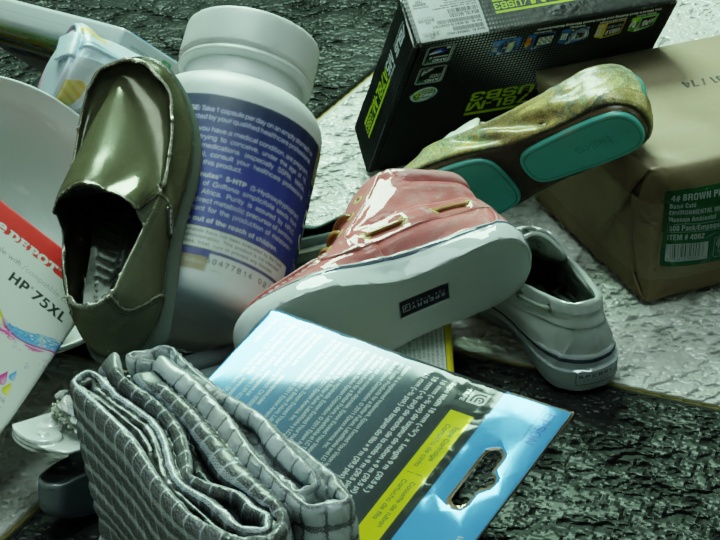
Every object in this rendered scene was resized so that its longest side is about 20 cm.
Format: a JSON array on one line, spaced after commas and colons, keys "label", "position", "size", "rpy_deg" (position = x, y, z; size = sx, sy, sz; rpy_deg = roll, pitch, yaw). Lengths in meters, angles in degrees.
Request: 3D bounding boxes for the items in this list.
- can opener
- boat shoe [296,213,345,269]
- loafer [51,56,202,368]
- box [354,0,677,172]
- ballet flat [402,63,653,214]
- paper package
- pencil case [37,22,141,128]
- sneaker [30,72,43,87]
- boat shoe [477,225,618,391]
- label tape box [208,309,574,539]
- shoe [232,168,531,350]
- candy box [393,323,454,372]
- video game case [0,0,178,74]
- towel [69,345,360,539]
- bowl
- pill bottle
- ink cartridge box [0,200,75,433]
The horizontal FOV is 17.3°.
[{"label": "can opener", "position": [-0.124, 0.088, 1.402], "size": [0.052, 0.067, 0.199], "rpy_deg": [17, 26, 38]}, {"label": "boat shoe", "position": [-0.076, -0.020, 1.588], "size": [0.198, 0.062, 0.073], "rpy_deg": [7, 29, 18]}, {"label": "loafer", "position": [-0.140, -0.045, 1.405], "size": [0.075, 0.070, 0.201], "rpy_deg": [-10, 63, 16]}, {"label": "box", "position": [0.107, -0.146, 1.695], "size": [0.198, 0.193, 0.048], "rpy_deg": [-11, 66, -16]}, {"label": "ballet flat", "position": [0.099, -0.080, 1.553], "size": [0.199, 0.071, 0.071], "rpy_deg": [-23, 21, 22]}, {"label": "paper package", "position": [0.243, -0.079, 1.631], "size": [0.199, 0.104, 0.191], "rpy_deg": [-12, 29, -18]}, {"label": "pencil case", "position": [-0.128, -0.094, 1.620], "size": [0.199, 0.091, 0.084], "rpy_deg": [25, 65, -15]}, {"label": "sneaker", "position": [-0.234, -0.088, 1.715], "size": [0.130, 0.080, 0.200], "rpy_deg": [-15, 29, -25]}, {"label": "boat shoe", "position": [0.112, 0.003, 1.524], "size": [0.073, 0.067, 0.200], "rpy_deg": [-14, 30, -22]}, {"label": "label tape box", "position": [-0.001, 0.111, 1.306], "size": [0.199, 0.064, 0.144], "rpy_deg": [19, 44, 26]}, {"label": "shoe", "position": [0.000, 0.000, 1.459], "size": [0.199, 0.072, 0.091], "rpy_deg": [-19, 42, -20]}, {"label": "candy box", "position": [0.008, 0.065, 1.458], "size": [0.101, 0.027, 0.200], "rpy_deg": [-1, 28, 1]}, {"label": "video game case", "position": [-0.205, -0.162, 1.794], "size": [0.199, 0.022, 0.182], "rpy_deg": [17, -7, 33]}, {"label": "towel", "position": [-0.074, 0.145, 1.170], "size": [0.085, 0.167, 0.200], "rpy_deg": [-24, 34, -24]}, {"label": "bowl", "position": [-0.249, -0.019, 1.531], "size": [0.200, 0.090, 0.202], "rpy_deg": [15, 57, -24]}, {"label": "pill bottle", "position": [-0.088, -0.059, 1.503], "size": [0.119, 0.120, 0.201], "rpy_deg": [6, 69, 16]}, {"label": "ink cartridge box", "position": [-0.236, 0.024, 1.409], "size": [0.116, 0.067, 0.201], "rpy_deg": [38, 48, -9]}]
